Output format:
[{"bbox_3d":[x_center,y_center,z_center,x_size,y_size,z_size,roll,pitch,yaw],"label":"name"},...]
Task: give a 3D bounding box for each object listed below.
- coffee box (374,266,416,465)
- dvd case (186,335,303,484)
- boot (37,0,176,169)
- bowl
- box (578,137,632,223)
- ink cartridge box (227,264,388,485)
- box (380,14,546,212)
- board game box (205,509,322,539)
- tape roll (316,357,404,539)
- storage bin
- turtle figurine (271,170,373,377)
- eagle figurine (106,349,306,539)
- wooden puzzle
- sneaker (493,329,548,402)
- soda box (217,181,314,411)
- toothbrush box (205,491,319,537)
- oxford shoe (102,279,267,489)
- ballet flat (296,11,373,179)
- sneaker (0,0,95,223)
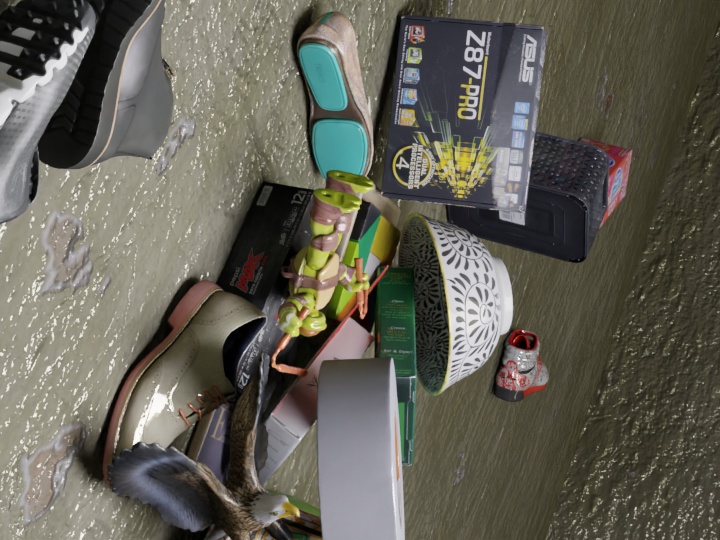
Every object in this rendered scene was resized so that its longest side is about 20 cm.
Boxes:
[{"bbox_3d":[0.036,0.100,1.488,0.201,0.043,0.124,-89,180,-55],"label":"coffee box"},{"bbox_3d":[-0.113,0.125,1.374,0.149,0.016,0.202,47,60,-67],"label":"dvd case"},{"bbox_3d":[-0.158,-0.170,0.970,0.201,0.077,0.138,-65,166,11],"label":"boot"},{"bbox_3d":[0.112,0.033,1.533,0.201,0.093,0.203,174,-90,-78],"label":"bowl"},{"bbox_3d":[0.401,-0.152,2.426,0.200,0.099,0.096,-41,142,-56],"label":"box"},{"bbox_3d":[-0.036,0.104,1.368,0.174,0.043,0.200,-51,180,35],"label":"ink cartridge box"},{"bbox_3d":[0.113,-0.170,1.508,0.049,0.159,0.202,6,91,-78],"label":"box"},{"bbox_3d":[-0.065,0.309,1.319,0.199,0.046,0.153,26,85,-27],"label":"board game box"},{"bbox_3d":[0.002,0.179,1.231,0.200,0.065,0.203,-3,90,-86],"label":"tape roll"},{"bbox_3d":[0.219,-0.105,1.824,0.136,0.198,0.094,79,32,-51],"label":"storage bin"},{"bbox_3d":[-0.032,-0.006,1.237,0.200,0.064,0.163,-33,142,-59],"label":"turtle figurine"},{"bbox_3d":[-0.107,0.179,1.153,0.201,0.150,0.152,63,21,-20],"label":"eagle figurine"},{"bbox_3d":[0.000,0.000,1.531,0.200,0.037,0.187,42,64,-73],"label":"wooden puzzle"},{"bbox_3d":[0.294,0.154,2.414,0.201,0.067,0.109,-21,127,-63],"label":"sneaker"},{"bbox_3d":[-0.089,0.023,1.277,0.071,0.063,0.201,48,60,-52],"label":"soda box"},{"bbox_3d":[-0.097,0.312,1.438,0.147,0.085,0.200,-65,158,-5],"label":"toothbrush box"},{"bbox_3d":[-0.149,0.101,1.170,0.201,0.073,0.071,-63,158,-20],"label":"oxford shoe"},{"bbox_3d":[-0.016,-0.168,1.349,0.201,0.067,0.068,84,22,-49],"label":"ballet flat"},{"bbox_3d":[-0.225,-0.084,0.854,0.201,0.066,0.091,-60,159,-25],"label":"sneaker"}]
